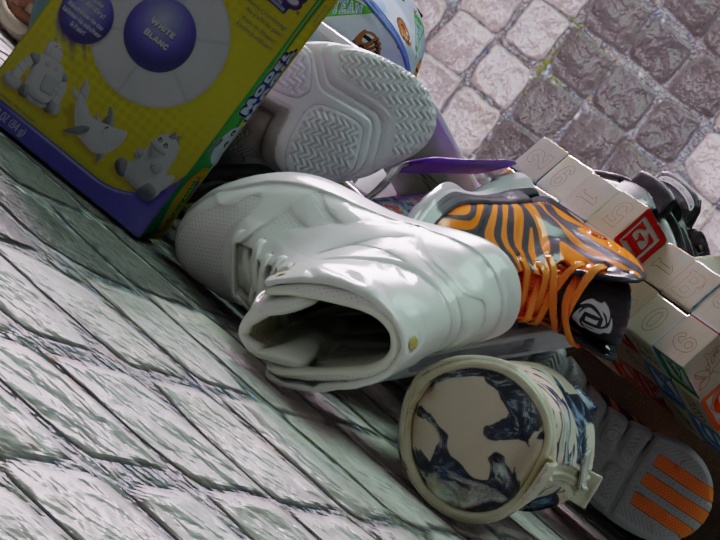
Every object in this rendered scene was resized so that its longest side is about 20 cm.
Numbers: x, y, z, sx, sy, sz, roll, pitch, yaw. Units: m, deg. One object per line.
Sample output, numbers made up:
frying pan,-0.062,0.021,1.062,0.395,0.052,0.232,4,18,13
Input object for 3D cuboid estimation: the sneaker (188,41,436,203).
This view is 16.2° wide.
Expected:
sneaker,-0.060,-0.079,1.397,0.199,0.076,0.114,-5,-2,-2

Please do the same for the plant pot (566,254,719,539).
plant pot,0.231,0.126,1.605,0.187,0.187,0.200,32,21,-52

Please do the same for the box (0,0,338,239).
box,-0.092,-0.129,1.306,0.117,0.200,0.048,38,4,7

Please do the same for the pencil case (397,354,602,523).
pencil case,0.073,0.084,1.267,0.089,0.078,0.200,24,2,12

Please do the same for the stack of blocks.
stack of blocks,0.161,0.014,1.484,0.200,0.059,0.115,40,-13,51

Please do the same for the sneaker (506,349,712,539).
sneaker,0.109,0.092,1.499,0.200,0.078,0.112,39,-6,-8

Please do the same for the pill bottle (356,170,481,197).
pill bottle,0.040,-0.038,1.964,0.200,0.112,0.112,37,5,-4

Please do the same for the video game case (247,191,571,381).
video game case,0.017,0.007,1.396,0.199,0.018,0.143,-8,38,-43

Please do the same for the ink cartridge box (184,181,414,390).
ink cartridge box,0.000,0.000,1.527,0.200,0.076,0.148,35,5,-44

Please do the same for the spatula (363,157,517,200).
spatula,-0.006,-0.039,1.377,0.056,0.199,0.021,-11,-83,64

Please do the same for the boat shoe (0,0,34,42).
boat shoe,-0.185,-0.162,1.702,0.076,0.072,0.200,35,6,-35

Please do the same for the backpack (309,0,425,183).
backpack,-0.056,-0.135,1.714,0.200,0.191,0.154,37,21,-12

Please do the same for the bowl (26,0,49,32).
bowl,-0.124,-0.123,1.535,0.200,0.105,0.201,33,1,-1

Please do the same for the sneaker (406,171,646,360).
sneaker,0.087,0.005,1.341,0.112,0.078,0.200,29,29,20

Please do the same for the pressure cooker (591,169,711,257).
pressure cooker,0.168,0.023,1.811,0.178,0.177,0.200,-2,-21,18

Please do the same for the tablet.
tablet,0.037,-0.063,1.532,0.130,0.014,0.200,39,-13,41

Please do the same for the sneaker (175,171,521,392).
sneaker,-0.036,0.004,1.229,0.199,0.074,0.115,11,20,36
